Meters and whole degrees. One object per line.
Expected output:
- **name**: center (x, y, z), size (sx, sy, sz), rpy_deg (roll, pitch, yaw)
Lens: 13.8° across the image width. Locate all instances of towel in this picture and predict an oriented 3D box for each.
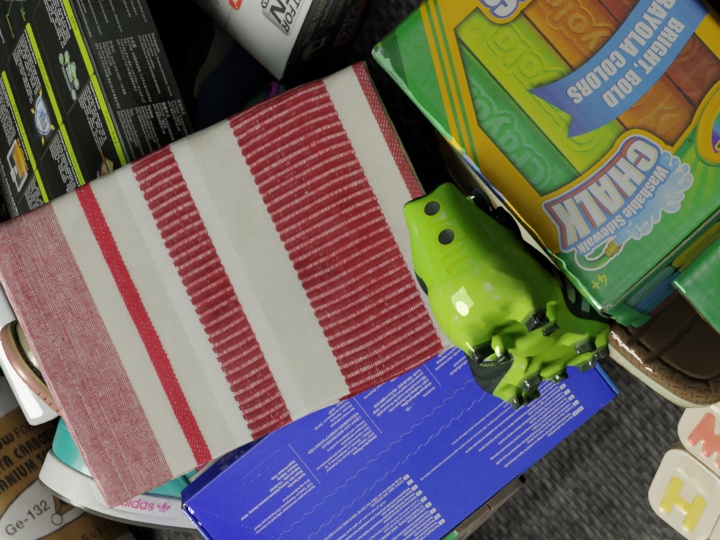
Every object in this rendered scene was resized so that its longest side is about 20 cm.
- **towel**: center (-0.060, 0.006, 1.400), size (0.023, 0.199, 0.145), rpy_deg (125, 121, -88)

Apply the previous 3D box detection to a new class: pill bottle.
- **pill bottle**: center (-0.232, 0.129, 1.817), size (0.200, 0.114, 0.114), rpy_deg (53, 139, 5)

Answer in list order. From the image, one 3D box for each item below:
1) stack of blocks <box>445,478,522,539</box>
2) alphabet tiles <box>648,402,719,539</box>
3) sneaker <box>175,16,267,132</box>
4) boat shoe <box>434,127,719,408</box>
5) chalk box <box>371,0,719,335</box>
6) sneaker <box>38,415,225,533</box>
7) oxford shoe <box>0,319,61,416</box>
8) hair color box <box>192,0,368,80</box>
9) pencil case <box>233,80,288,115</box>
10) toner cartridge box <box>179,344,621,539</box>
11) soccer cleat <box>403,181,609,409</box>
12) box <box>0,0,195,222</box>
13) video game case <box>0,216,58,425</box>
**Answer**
- **stack of blocks**: center (0.009, 0.153, 1.635), size (0.115, 0.058, 0.200), rpy_deg (50, 139, 9)
- **alphabet tiles**: center (0.229, 0.140, 1.443), size (0.200, 0.015, 0.196), rpy_deg (39, 137, 20)
- **sneaker**: center (-0.054, -0.044, 1.576), size (0.077, 0.076, 0.201), rpy_deg (5, 121, 19)
- **boat shoe**: center (0.109, -0.010, 1.437), size (0.200, 0.071, 0.076), rpy_deg (53, 156, 13)
- **chalk box**: center (0.122, -0.057, 1.306), size (0.125, 0.124, 0.200), rpy_deg (-43, 79, 6)
- **sneaker**: center (-0.063, 0.065, 1.501), size (0.083, 0.199, 0.121), rpy_deg (29, 104, 44)
- **oxford shoe**: center (-0.099, 0.053, 1.563), size (0.074, 0.199, 0.071), rpy_deg (-46, 45, 23)
- **hair color box**: center (-0.076, -0.202, 1.493), size (0.200, 0.061, 0.102), rpy_deg (44, 138, 17)
- **pencil case**: center (0.000, 0.000, 1.497), size (0.200, 0.085, 0.092), rpy_deg (44, 170, -7)
- **toner cartridge box**: center (0.018, 0.084, 1.437), size (0.095, 0.200, 0.043), rpy_deg (52, 179, -8)
- **soccer cleat**: center (0.064, 0.009, 1.325), size (0.081, 0.067, 0.200), rpy_deg (63, -175, 16)
- **box**: center (-0.153, -0.093, 1.526), size (0.193, 0.047, 0.201), rpy_deg (-50, 57, 56)
- **video game case**: center (-0.199, -0.029, 1.628), size (0.023, 0.182, 0.201), rpy_deg (-23, 99, 9)
